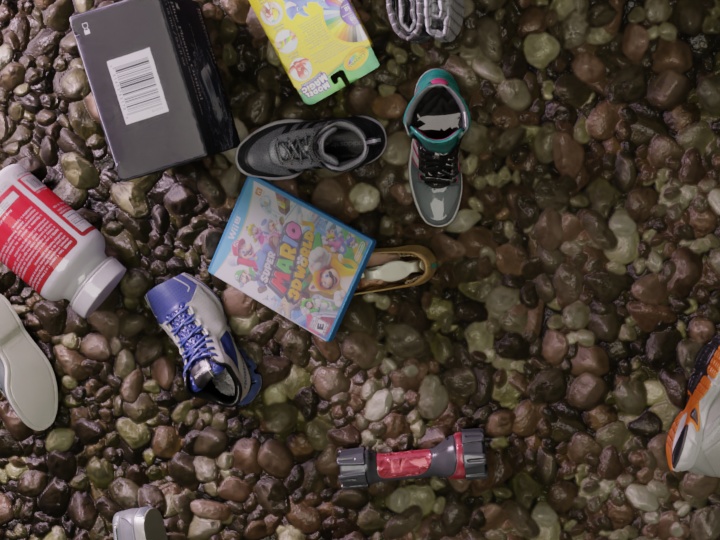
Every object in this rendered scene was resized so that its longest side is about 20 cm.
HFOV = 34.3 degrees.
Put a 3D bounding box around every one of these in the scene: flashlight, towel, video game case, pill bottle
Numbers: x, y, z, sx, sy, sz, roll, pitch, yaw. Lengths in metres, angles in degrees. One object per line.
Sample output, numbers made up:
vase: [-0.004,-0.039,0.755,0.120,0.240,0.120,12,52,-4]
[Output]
flashlight: [0.068,0.251,1.542,0.197,0.068,0.069,-6,99,5]
towel: [0.075,-0.376,1.401,0.084,0.166,0.203,-1,98,11]
video game case: [-0.091,-0.018,1.508,0.199,0.018,0.144,29,101,21]
pill bottle: [-0.407,-0.035,1.518,0.200,0.112,0.112,41,100,-2]

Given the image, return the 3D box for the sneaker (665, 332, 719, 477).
sneaker: [0.467,0.174,1.501,0.091,0.076,0.202,16,107,-5]

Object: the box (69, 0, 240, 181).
box: [-0.244,-0.226,1.431,0.116,0.200,0.199,-15,97,8]

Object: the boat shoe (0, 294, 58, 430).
boat shoe: [-0.474,0.124,1.585,0.061,0.073,0.202,-8,110,49]

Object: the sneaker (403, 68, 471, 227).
sneaker: [0.097,-0.150,1.453,0.083,0.121,0.203,-2,99,5]

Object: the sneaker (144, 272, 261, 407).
sneaker: [-0.204,0.099,1.519,0.080,0.115,0.200,-35,94,8]

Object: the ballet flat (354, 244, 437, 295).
ballet flat: [0.000,0.000,1.513,0.198,0.063,0.069,-10,97,7]

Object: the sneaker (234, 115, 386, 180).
sneaker: [-0.065,-0.156,1.466,0.197,0.114,0.076,-8,97,2]

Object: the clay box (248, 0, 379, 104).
clay box: [-0.066,-0.322,1.478,0.114,0.048,0.202,-27,97,8]

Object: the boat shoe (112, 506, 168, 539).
boat shoe: [-0.299,0.422,1.607,0.071,0.070,0.203,-5,99,23]
